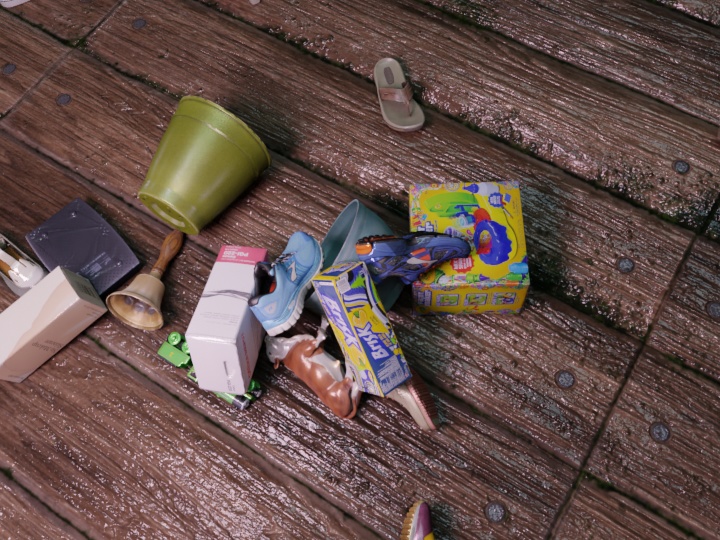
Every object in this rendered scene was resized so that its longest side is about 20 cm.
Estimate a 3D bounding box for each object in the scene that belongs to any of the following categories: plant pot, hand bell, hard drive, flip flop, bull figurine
[{"bbox_3d":[-0.299,-0.176,1.293,0.200,0.201,0.193,27,72,15],"label":"plant pot"},{"bbox_3d":[-0.366,-0.002,1.281,0.104,0.104,0.201,11,52,8],"label":"hand bell"},{"bbox_3d":[-0.510,-0.032,1.312,0.135,0.042,0.200,-42,70,-17],"label":"hard drive"},{"bbox_3d":[0.075,-0.362,1.436,0.081,0.058,0.201,-13,64,-4],"label":"flip flop"},{"bbox_3d":[-0.067,0.153,1.171,0.200,0.122,0.065,41,29,12],"label":"bull figurine"},{"bbox_3d":[0.000,0.000,1.203,0.134,0.200,0.201,30,66,-13],"label":"plant pot"}]

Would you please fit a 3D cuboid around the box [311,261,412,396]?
[{"bbox_3d":[0.002,0.087,1.076,0.064,0.070,0.201,-31,107,-29],"label":"box"}]

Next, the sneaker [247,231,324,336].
[{"bbox_3d":[-0.121,0.003,1.122,0.078,0.090,0.200,-24,34,34],"label":"sneaker"}]

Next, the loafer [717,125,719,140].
[{"bbox_3d":[0.767,-0.240,1.337,0.200,0.067,0.076,31,72,0],"label":"loafer"}]

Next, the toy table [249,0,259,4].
[{"bbox_3d":[-0.280,-0.693,1.567,0.200,0.184,0.117,-37,50,-5],"label":"toy table"}]

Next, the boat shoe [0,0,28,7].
[{"bbox_3d":[-0.749,-0.676,1.632,0.200,0.064,0.071,-32,66,-12],"label":"boat shoe"}]

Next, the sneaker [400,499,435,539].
[{"bbox_3d":[0.103,0.443,1.035,0.090,0.075,0.201,8,70,-2],"label":"sneaker"}]

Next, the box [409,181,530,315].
[{"bbox_3d":[0.182,-0.037,1.235,0.192,0.122,0.201,-2,63,3],"label":"box"}]

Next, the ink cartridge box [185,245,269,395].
[{"bbox_3d":[-0.206,0.079,1.155,0.084,0.146,0.200,5,46,5],"label":"ink cartridge box"}]

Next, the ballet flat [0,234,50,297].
[{"bbox_3d":[-0.633,-0.007,1.295,0.200,0.064,0.067,34,70,17],"label":"ballet flat"}]

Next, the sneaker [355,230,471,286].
[{"bbox_3d":[0.084,-0.019,1.119,0.199,0.075,0.079,-6,103,-21],"label":"sneaker"}]

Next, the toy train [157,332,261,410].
[{"bbox_3d":[-0.258,0.171,1.202,0.200,0.042,0.057,29,78,16],"label":"toy train"}]

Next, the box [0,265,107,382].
[{"bbox_3d":[-0.546,0.093,1.202,0.200,0.095,0.078,-40,70,0],"label":"box"}]

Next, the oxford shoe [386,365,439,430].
[{"bbox_3d":[0.057,0.188,1.172,0.074,0.071,0.200,-40,67,12],"label":"oxford shoe"}]
